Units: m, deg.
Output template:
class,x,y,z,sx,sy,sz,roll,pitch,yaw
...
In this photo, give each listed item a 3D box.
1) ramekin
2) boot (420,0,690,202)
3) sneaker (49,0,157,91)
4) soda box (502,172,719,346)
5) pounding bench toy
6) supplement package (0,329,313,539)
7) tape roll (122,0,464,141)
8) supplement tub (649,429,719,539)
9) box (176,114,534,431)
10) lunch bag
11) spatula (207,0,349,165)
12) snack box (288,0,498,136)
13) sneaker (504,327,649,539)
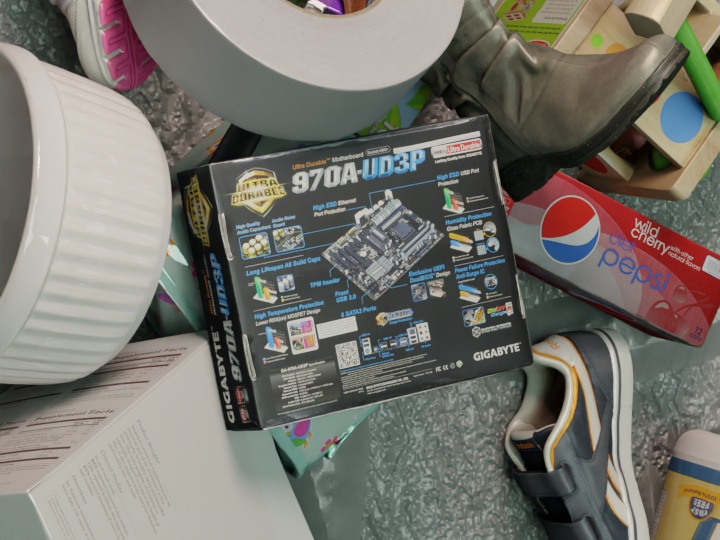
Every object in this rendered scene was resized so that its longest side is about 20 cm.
class,x,y,z,sx,sy,sz,roll,pitch,yaw
ramekin,-0.196,-0.027,1.637,0.105,0.200,0.201,12,91,-35
boot,0.101,-0.124,1.691,0.131,0.200,0.068,48,57,-6
sneaker,-0.172,-0.205,1.684,0.081,0.088,0.200,-20,101,-53
soda box,0.146,-0.019,1.856,0.200,0.070,0.064,27,85,-25
pounding bench toy,0.190,-0.130,1.801,0.156,0.200,0.124,41,78,-23
supplement package,-0.160,0.152,1.653,0.200,0.150,0.152,-41,115,-48
tape roll,-0.041,-0.178,1.651,0.200,0.066,0.201,14,58,-23
supplement tub,0.260,0.220,1.905,0.144,0.145,0.200,16,89,-26
box,0.000,0.000,1.675,0.200,0.046,0.159,-13,92,-30
lunch bag,-0.042,0.007,1.752,0.170,0.122,0.200,-43,106,-16
spatula,-0.045,-0.128,1.699,0.056,0.021,0.200,28,71,-1
snack box,-0.024,-0.188,1.774,0.200,0.053,0.142,40,80,-23
sneaker,0.141,0.141,1.878,0.079,0.078,0.201,-4,87,-30
